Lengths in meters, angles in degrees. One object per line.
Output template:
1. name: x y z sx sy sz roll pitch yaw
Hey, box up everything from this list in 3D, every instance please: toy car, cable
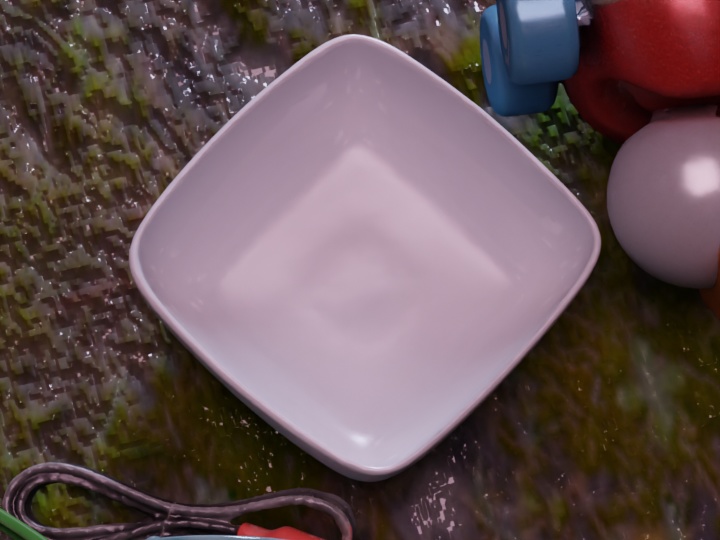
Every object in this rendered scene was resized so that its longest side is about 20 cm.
1. toy car: 0.169 -0.060 1.445 0.184 0.177 0.200 -7 83 -4
2. cable: -0.084 0.135 1.408 0.200 0.050 0.097 26 93 6

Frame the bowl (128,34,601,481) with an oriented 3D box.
1. bowl: 0.000 0.000 1.457 0.200 0.075 0.200 41 73 12

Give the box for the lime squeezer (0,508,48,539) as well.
1. lime squeezer: -0.141 0.179 1.388 0.071 0.038 0.200 -29 99 -21

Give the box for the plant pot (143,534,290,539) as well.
1. plant pot: -0.064 0.199 1.305 0.200 0.200 0.134 1 73 -1
